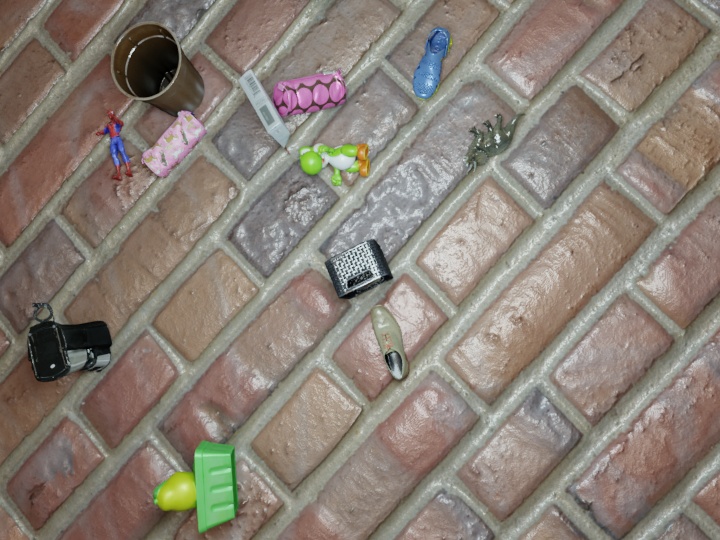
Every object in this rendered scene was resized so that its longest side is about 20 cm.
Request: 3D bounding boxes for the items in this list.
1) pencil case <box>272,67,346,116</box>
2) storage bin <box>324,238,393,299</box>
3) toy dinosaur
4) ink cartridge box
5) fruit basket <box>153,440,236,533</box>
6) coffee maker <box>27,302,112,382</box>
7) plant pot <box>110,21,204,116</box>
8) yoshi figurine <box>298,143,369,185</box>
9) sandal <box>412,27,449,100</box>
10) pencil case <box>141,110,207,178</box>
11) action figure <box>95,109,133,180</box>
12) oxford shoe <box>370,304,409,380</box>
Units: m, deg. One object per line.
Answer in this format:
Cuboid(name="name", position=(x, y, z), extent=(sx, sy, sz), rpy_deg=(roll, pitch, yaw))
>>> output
Cuboid(name="pencil case", position=(-0.133, -0.470, 1.385), extent=(0.197, 0.095, 0.091), rpy_deg=(-25, 63, -29))
Cuboid(name="storage bin", position=(0.000, 0.000, 1.317), extent=(0.132, 0.200, 0.096), rpy_deg=(-25, 82, 6))
Cuboid(name="toy dinosaur", position=(0.339, -0.338, 1.366), extent=(0.196, 0.077, 0.104), rpy_deg=(-27, 94, 1))
Cuboid(name="ink cartridge box", position=(-0.233, -0.407, 1.379), extent=(0.056, 0.200, 0.165), rpy_deg=(-32, 82, 9))
Cuboid(name="fruit basket", position=(-0.424, 0.560, 1.362), extent=(0.209, 0.155, 0.223), rpy_deg=(1, 84, -7))
Cuboid(name="coffee maker", position=(-0.774, 0.186, 1.419), extent=(0.131, 0.200, 0.198), rpy_deg=(7, 89, 6))
Cuboid(name="plant pot", position=(-0.534, -0.526, 1.436), extent=(0.194, 0.198, 0.207), rpy_deg=(-1, 85, 8))
Cuboid(name="yoshi figurine", position=(-0.077, -0.288, 1.399), extent=(0.194, 0.112, 0.116), rpy_deg=(5, 93, 12))
Cuboid(name="sandal", position=(0.187, -0.554, 1.388), extent=(0.077, 0.087, 0.206), rpy_deg=(15, 90, 7))
Cuboid(name="pencil case", position=(-0.525, -0.355, 1.481), extent=(0.086, 0.083, 0.200), rpy_deg=(44, 94, 8))
Cuboid(name="action figure", position=(-0.711, -0.372, 1.505), extent=(0.063, 0.099, 0.206), rpy_deg=(-14, 82, 6))
Cuboid(name="oxford shoe", position=(0.077, 0.183, 1.356), extent=(0.069, 0.075, 0.204), rpy_deg=(-24, 83, 7))
